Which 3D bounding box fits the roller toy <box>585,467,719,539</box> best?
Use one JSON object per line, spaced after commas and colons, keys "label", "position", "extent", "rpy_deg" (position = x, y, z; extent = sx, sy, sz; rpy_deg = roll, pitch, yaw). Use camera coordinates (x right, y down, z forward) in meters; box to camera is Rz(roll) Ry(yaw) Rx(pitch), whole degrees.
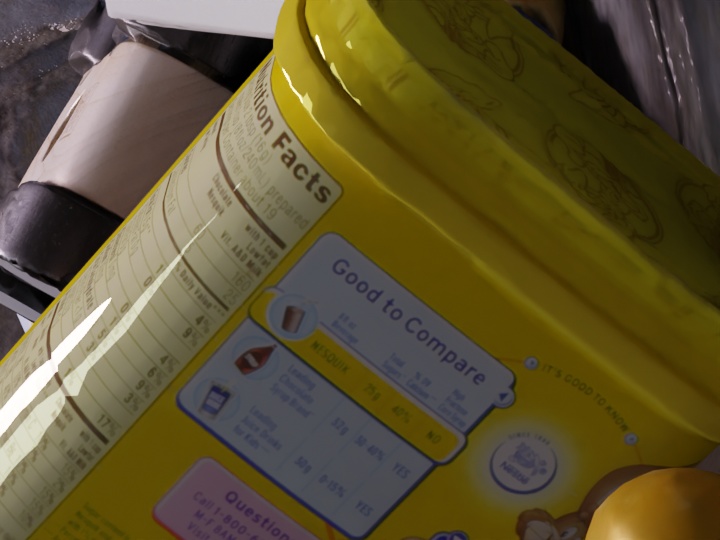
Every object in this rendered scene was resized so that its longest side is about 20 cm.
{"label": "roller toy", "position": [0.085, 0.138, 0.405], "extent": [0.182, 0.139, 0.200], "rpy_deg": [-124, 26, -76]}

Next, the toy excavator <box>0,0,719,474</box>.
{"label": "toy excavator", "position": [0.000, 0.000, 0.777], "extent": [0.100, 0.200, 0.194], "rpy_deg": [-63, 12, -10]}

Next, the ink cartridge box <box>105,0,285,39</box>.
{"label": "ink cartridge box", "position": [-0.002, -0.172, 0.695], "extent": [0.083, 0.146, 0.200], "rpy_deg": [14, 120, 44]}

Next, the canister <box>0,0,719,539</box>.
{"label": "canister", "position": [-0.009, 0.037, 0.657], "extent": [0.148, 0.200, 0.087], "rpy_deg": [38, -158, -14]}

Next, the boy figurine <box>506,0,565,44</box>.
{"label": "boy figurine", "position": [0.035, -0.074, 0.909], "extent": [0.200, 0.064, 0.124], "rpy_deg": [-109, 35, -57]}

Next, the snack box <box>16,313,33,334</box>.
{"label": "snack box", "position": [-0.023, 0.066, 0.956], "extent": [0.053, 0.142, 0.200], "rpy_deg": [-48, 61, 44]}
